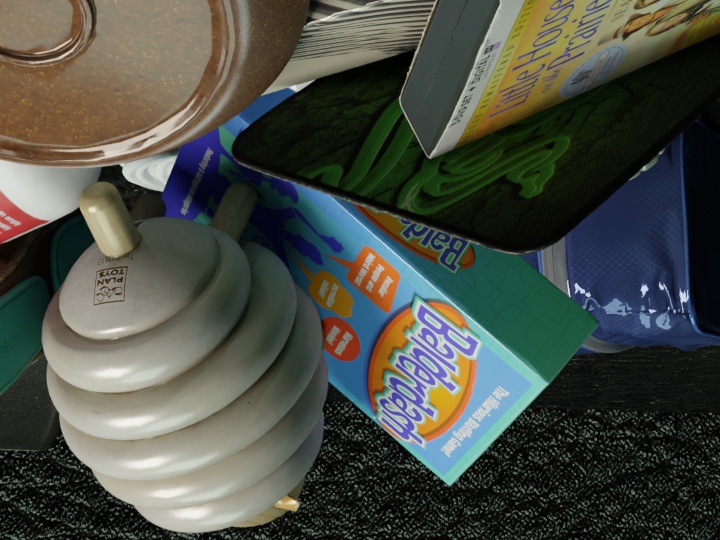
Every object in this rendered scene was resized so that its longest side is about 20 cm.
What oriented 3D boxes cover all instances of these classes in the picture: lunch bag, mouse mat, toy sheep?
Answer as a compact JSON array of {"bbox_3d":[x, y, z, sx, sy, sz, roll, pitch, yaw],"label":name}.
[{"bbox_3d":[0.160,-0.019,1.331,0.132,0.137,0.200,-3,172,21],"label":"lunch bag"},{"bbox_3d":[0.066,-0.078,0.847,0.161,0.008,0.200,19,-133,38],"label":"mouse mat"},{"bbox_3d":[-0.078,0.038,0.957,0.137,0.138,0.200,-6,130,32],"label":"toy sheep"}]

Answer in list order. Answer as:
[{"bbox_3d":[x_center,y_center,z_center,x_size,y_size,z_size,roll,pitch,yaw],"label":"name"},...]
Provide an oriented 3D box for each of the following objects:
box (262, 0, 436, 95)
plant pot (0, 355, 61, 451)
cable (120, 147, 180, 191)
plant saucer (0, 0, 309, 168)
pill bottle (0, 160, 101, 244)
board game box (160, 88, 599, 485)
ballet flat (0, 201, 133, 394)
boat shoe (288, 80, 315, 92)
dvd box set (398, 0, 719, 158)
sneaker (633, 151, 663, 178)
[{"bbox_3d":[-0.015,-0.116,0.826,0.199,0.069,0.082,-15,170,26],"label":"box"},{"bbox_3d":[-0.243,-0.018,1.195,0.199,0.201,0.177,4,163,-22],"label":"plant pot"},{"bbox_3d":[-0.034,-0.081,1.149,0.199,0.070,0.200,1,171,-7],"label":"cable"},{"bbox_3d":[-0.118,-0.102,0.762,0.199,0.035,0.201,6,140,5],"label":"plant saucer"},{"bbox_3d":[-0.186,-0.059,0.940,0.199,0.113,0.112,-23,164,17],"label":"pill bottle"},{"bbox_3d":[0.000,0.000,1.005,0.200,0.045,0.152,40,153,4],"label":"board game box"},{"bbox_3d":[-0.162,0.011,0.992,0.065,0.071,0.200,2,-165,21],"label":"ballet flat"},{"bbox_3d":[0.017,-0.109,0.970,0.067,0.074,0.200,-45,171,18],"label":"boat shoe"},{"bbox_3d":[0.116,-0.112,0.763,0.199,0.029,0.146,-24,167,-15],"label":"dvd box set"},{"bbox_3d":[0.098,-0.084,1.037,0.077,0.092,0.200,18,-146,24],"label":"sneaker"}]
